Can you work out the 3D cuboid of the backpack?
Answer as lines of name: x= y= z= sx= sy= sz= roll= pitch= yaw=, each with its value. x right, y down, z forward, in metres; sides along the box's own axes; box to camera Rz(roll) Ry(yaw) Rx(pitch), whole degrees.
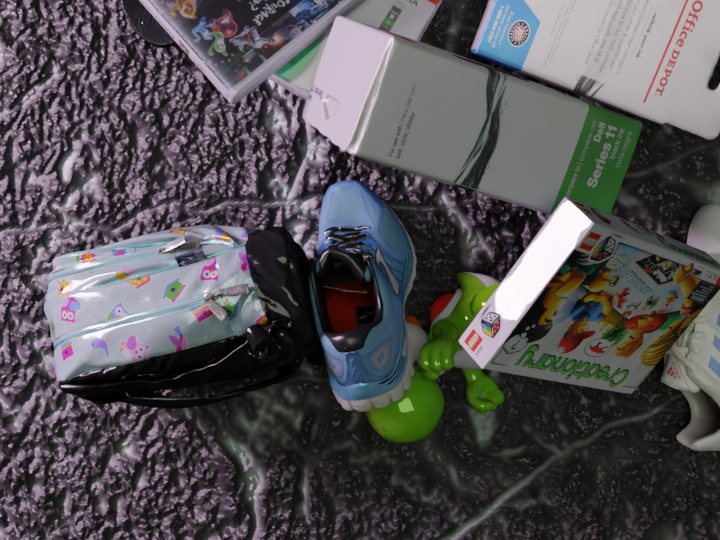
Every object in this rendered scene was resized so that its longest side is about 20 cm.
backpack: x=-0.134 y=0.032 z=0.780 sx=0.199 sy=0.167 sz=0.127 roll=-11 pitch=75 yaw=3

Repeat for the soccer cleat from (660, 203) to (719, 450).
soccer cleat: x=0.279 y=0.050 z=0.827 sx=0.086 sy=0.070 sz=0.201 roll=-11 pitch=94 yaw=-11

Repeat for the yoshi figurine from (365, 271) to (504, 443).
yoshi figurine: x=0.078 y=0.073 z=0.806 sx=0.199 sy=0.112 sz=0.113 roll=-24 pitch=100 yaw=1

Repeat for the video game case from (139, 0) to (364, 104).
video game case: x=-0.081 y=-0.254 z=0.784 sx=0.200 sy=0.023 sz=0.182 roll=-41 pitch=89 yaw=-16

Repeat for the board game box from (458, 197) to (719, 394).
board game box: x=0.176 y=0.025 z=0.754 sx=0.200 sy=0.035 sz=0.126 roll=13 pitch=119 yaw=-44

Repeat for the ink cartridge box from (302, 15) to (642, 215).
ink cartridge box: x=0.074 y=-0.109 z=0.746 sx=0.199 sy=0.147 sz=0.083 roll=14 pitch=104 yaw=-22

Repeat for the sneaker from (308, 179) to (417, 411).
sneaker: x=0.000 y=0.000 z=0.767 sx=0.078 sy=0.090 sz=0.200 roll=-14 pitch=48 yaw=7

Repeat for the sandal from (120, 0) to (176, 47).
sandal: x=-0.140 y=-0.276 z=0.808 sx=0.075 sy=0.048 sz=0.201 roll=17 pitch=90 yaw=-4

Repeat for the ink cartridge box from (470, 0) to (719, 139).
ink cartridge box: x=0.200 y=-0.190 z=0.811 sx=0.199 sy=0.068 sz=0.116 roll=21 pitch=102 yaw=-3

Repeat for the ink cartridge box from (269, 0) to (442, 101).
ink cartridge box: x=-0.015 y=-0.234 z=0.818 sx=0.161 sy=0.050 sz=0.200 roll=30 pitch=93 yaw=-4
